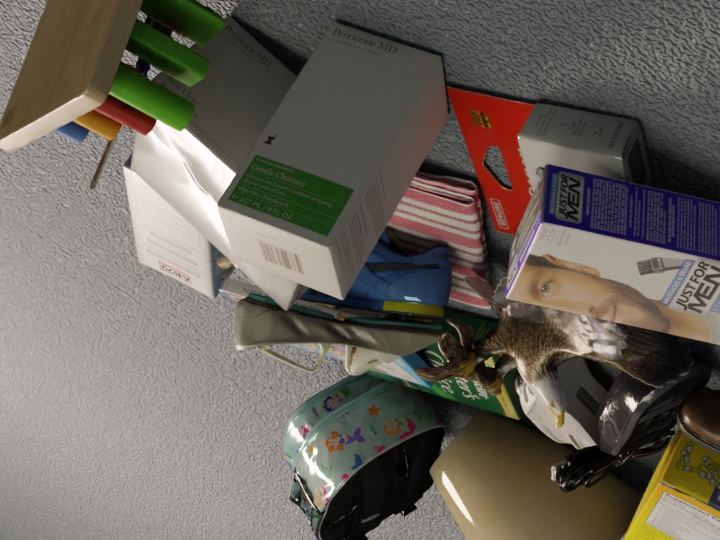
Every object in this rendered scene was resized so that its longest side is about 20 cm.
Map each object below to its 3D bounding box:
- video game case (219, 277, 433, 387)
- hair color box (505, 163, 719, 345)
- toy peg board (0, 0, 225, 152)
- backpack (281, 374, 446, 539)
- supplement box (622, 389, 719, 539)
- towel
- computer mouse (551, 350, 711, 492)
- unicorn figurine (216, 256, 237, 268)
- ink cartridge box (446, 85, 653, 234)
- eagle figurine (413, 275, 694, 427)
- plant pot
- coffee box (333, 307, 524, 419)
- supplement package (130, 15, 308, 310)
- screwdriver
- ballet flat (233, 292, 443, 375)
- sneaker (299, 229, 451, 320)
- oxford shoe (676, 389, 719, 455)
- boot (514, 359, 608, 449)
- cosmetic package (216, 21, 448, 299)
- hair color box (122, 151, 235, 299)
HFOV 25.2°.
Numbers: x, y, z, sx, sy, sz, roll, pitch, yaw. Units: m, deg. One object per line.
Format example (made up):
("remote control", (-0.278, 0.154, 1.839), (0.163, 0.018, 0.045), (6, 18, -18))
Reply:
("video game case", (-0.033, 0.064, 1.656), (0.199, 0.018, 0.143), (15, 162, 30))
("hair color box", (0.224, -0.009, 1.257), (0.199, 0.065, 0.109), (13, 145, -3))
("toy peg board", (-0.194, -0.190, 1.331), (0.098, 0.201, 0.199), (27, 158, -27))
("backpack", (0.004, 0.201, 1.808), (0.151, 0.177, 0.200), (56, 159, 18))
("supplement box", (0.339, 0.220, 1.565), (0.108, 0.110, 0.200), (26, 154, 10))
("towel", (0.054, -0.039, 1.510), (0.146, 0.030, 0.200), (19, 153, 20))
("computer mouse", (0.257, 0.126, 1.502), (0.053, 0.138, 0.200), (59, 150, 24))
("unicorn figurine", (-0.087, -0.033, 1.600), (0.199, 0.074, 0.137), (11, 152, -31))
("ink cartridge box", (0.161, -0.061, 1.338), (0.173, 0.044, 0.200), (14, 149, 29))
("eagle figurine", (0.173, 0.062, 1.421), (0.199, 0.152, 0.151), (-25, 105, 33))
("plant pot", (0.177, 0.252, 1.745), (0.200, 0.187, 0.187), (41, 156, 11))
("coffee box", (0.076, 0.084, 1.679), (0.199, 0.044, 0.123), (15, 150, 30))
("supplement package", (-0.091, -0.093, 1.425), (0.200, 0.111, 0.156), (42, 155, 7))
("screwdriver", (-0.192, -0.151, 1.376), (0.029, 0.201, 0.028), (14, 153, -4))
("ballet flat", (-0.022, 0.067, 1.509), (0.199, 0.064, 0.067), (9, -179, -9))
("sneaker", (0.000, 0.000, 1.529), (0.199, 0.079, 0.066), (5, 178, 34))
("oxford shoe", (0.376, 0.126, 1.412), (0.199, 0.073, 0.085), (5, 143, 21))
("boot", (0.181, 0.112, 1.587), (0.095, 0.074, 0.200), (3, 138, 51))
("cosmetic package", (-0.018, -0.090, 1.295), (0.107, 0.201, 0.085), (19, 154, 19))
("hair color box", (-0.185, -0.058, 1.689), (0.099, 0.061, 0.200), (26, 153, 11))
